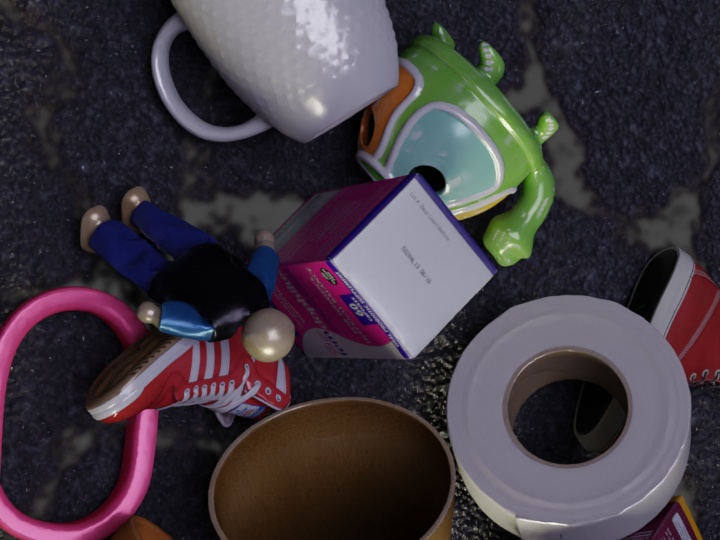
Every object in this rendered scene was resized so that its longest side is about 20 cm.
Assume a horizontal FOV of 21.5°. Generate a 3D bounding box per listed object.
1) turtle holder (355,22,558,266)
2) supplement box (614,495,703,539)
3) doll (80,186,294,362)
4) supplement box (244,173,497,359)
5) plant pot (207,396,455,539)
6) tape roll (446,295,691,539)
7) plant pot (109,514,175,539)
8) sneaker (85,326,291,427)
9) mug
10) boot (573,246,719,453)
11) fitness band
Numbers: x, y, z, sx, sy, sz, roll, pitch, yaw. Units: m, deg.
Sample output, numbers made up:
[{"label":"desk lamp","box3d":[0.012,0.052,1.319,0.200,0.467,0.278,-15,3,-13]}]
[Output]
[{"label":"turtle holder","box3d":[0.077,-0.101,1.563,0.132,0.141,0.186,-45,138,-6]},{"label":"supplement box","box3d":[0.214,0.285,1.537,0.200,0.085,0.111,-42,109,-51]},{"label":"doll","box3d":[-0.120,0.004,1.427,0.136,0.200,0.049,-28,138,-32]},{"label":"supplement box","box3d":[0.000,0.000,1.475,0.103,0.200,0.101,-45,105,-18]},{"label":"plant pot","box3d":[-0.009,0.234,1.467,0.186,0.186,0.201,-29,133,-23]},{"label":"tape roll","box3d":[0.172,0.125,1.559,0.201,0.071,0.203,-3,65,7]},{"label":"plant pot","box3d":[-0.149,0.302,1.410,0.140,0.200,0.200,-45,106,-3]},{"label":"sneaker","box3d":[-0.123,0.091,1.457,0.200,0.071,0.113,-42,110,-48]},{"label":"mug","box3d":[-0.074,-0.183,1.482,0.200,0.148,0.176,-31,92,16]},{"label":"boot","box3d":[0.281,0.100,1.672,0.144,0.072,0.200,39,70,-20]},{"label":"fitness band","box3d":[-0.225,0.112,1.457,0.143,0.037,0.201,6,86,-24]}]
